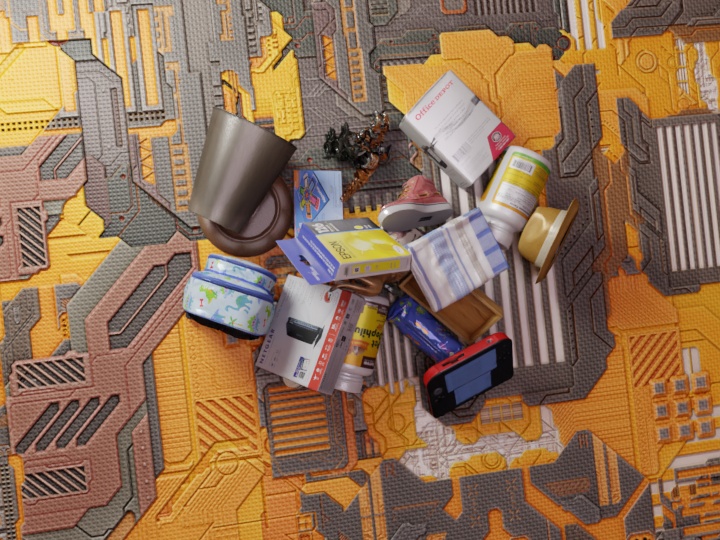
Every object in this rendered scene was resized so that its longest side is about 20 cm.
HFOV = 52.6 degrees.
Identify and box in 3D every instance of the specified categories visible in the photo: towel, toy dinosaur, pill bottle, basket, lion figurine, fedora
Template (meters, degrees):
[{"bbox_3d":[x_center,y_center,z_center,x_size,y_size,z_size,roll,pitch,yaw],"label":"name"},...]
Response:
[{"bbox_3d":[0.191,-0.023,1.450,0.199,0.024,0.147,-28,94,-20],"label":"towel"},{"bbox_3d":[0.000,0.000,1.506,0.199,0.048,0.089,12,50,-12],"label":"toy dinosaur"},{"bbox_3d":[-0.014,0.143,1.490,0.109,0.109,0.201,14,88,-7],"label":"pill bottle"},{"bbox_3d":[0.314,-0.150,1.539,0.111,0.111,0.201,25,86,-7],"label":"pill bottle"},{"bbox_3d":[0.000,-0.243,1.509,0.135,0.102,0.201,24,59,-25],"label":"toy dinosaur"},{"bbox_3d":[-0.246,-0.187,1.420,0.180,0.136,0.201,25,89,-12],"label":"basket"},{"bbox_3d":[0.023,0.011,1.417,0.122,0.200,0.073,24,126,7],"label":"lion figurine"},{"bbox_3d":[0.384,-0.072,1.521,0.082,0.201,0.201,27,85,15],"label":"fedora"}]

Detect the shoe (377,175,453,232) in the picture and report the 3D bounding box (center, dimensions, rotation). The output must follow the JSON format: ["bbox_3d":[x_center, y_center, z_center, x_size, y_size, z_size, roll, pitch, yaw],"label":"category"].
[{"bbox_3d":[0.097,-0.139,1.489,0.199,0.072,0.091,-9,59,-41],"label":"shoe"}]

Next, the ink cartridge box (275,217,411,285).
[{"bbox_3d":[-0.036,-0.044,1.379,0.199,0.198,0.047,-6,118,-25],"label":"ink cartridge box"}]

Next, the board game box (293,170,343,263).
[{"bbox_3d":[-0.086,-0.111,1.500,0.102,0.019,0.201,1,71,-9],"label":"board game box"}]

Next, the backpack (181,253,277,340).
[{"bbox_3d":[-0.251,0.049,1.414,0.182,0.200,0.148,18,87,-6],"label":"backpack"}]

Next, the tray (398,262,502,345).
[{"bbox_3d":[0.186,0.056,1.499,0.200,0.037,0.099,40,116,-10],"label":"tray"}]

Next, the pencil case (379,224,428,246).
[{"bbox_3d":[0.116,-0.041,1.525,0.199,0.078,0.090,31,57,-7],"label":"pencil case"}]

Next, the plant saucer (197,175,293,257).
[{"bbox_3d":[-0.237,-0.128,1.501,0.199,0.037,0.202,0,90,-7],"label":"plant saucer"}]

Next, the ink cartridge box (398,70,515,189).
[{"bbox_3d":[0.201,-0.295,1.539,0.200,0.083,0.145,44,84,-5],"label":"ink cartridge box"}]

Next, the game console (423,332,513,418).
[{"bbox_3d":[0.227,0.219,1.507,0.199,0.031,0.177,-26,137,-7],"label":"game console"}]

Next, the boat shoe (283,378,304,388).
[{"bbox_3d":[-0.104,0.148,1.513,0.062,0.073,0.201,27,75,-49],"label":"boat shoe"}]

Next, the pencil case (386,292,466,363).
[{"bbox_3d":[0.144,0.136,1.525,0.200,0.087,0.078,43,102,-4],"label":"pencil case"}]

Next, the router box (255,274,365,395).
[{"bbox_3d":[-0.102,0.125,1.447,0.049,0.179,0.201,27,79,-50],"label":"router box"}]
